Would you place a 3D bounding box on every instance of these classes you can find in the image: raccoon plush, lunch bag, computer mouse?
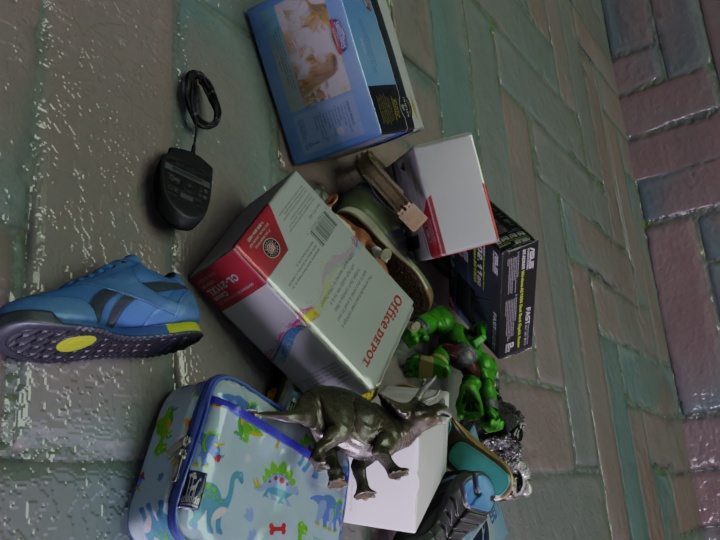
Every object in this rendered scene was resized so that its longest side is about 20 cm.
[{"bbox_3d":[0.227,0.264,1.261,0.134,0.096,0.200,69,29,-27],"label":"raccoon plush"},{"bbox_3d":[-0.098,0.194,0.720,0.200,0.082,0.161,42,44,-34],"label":"lunch bag"},{"bbox_3d":[-0.174,-0.121,0.807,0.059,0.034,0.201,27,47,-32],"label":"computer mouse"}]

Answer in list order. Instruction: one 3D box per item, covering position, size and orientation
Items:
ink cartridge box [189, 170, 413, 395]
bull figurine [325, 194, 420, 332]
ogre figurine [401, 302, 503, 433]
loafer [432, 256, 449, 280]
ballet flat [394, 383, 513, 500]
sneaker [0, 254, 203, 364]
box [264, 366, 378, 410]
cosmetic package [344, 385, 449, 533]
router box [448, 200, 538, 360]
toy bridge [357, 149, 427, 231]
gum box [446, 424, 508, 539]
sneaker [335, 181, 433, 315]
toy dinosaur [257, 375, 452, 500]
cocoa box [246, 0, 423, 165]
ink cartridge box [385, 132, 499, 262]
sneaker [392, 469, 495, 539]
[{"bbox_3d":[-0.053,0.023,0.836,0.200,0.083,0.146,48,40,-16],"label":"ink cartridge box"},{"bbox_3d":[0.000,0.000,0.972,0.121,0.065,0.200,43,-14,53],"label":"bull figurine"},{"bbox_3d":[0.138,0.128,1.145,0.200,0.098,0.120,31,36,0],"label":"ogre figurine"},{"bbox_3d":[0.132,-0.069,1.259,0.201,0.070,0.068,64,32,-20],"label":"loafer"},{"bbox_3d":[0.113,0.225,1.057,0.200,0.069,0.063,42,-1,9],"label":"ballet flat"},{"bbox_3d":[-0.210,0.027,0.646,0.200,0.066,0.079,6,61,-59],"label":"sneaker"},{"bbox_3d":[-0.039,0.135,0.905,0.137,0.040,0.200,55,35,-30],"label":"box"},{"bbox_3d":[0.045,0.203,0.907,0.200,0.085,0.108,-9,102,-74],"label":"cosmetic package"},{"bbox_3d":[0.191,0.008,1.190,0.150,0.062,0.201,-131,-152,-49],"label":"router box"},{"bbox_3d":[0.027,-0.118,1.054,0.067,0.027,0.200,42,10,-31],"label":"toy bridge"},{"bbox_3d":[0.129,0.327,1.103,0.200,0.044,0.170,-24,97,-61],"label":"gum box"},{"bbox_3d":[0.042,-0.036,1.085,0.200,0.067,0.090,49,41,-28],"label":"sneaker"},{"bbox_3d":[-0.012,0.146,0.746,0.199,0.077,0.103,14,44,-24],"label":"toy dinosaur"},{"bbox_3d":[-0.028,-0.247,0.999,0.131,0.133,0.201,-25,99,-60],"label":"cocoa box"},{"bbox_3d":[0.101,-0.091,1.101,0.200,0.083,0.145,165,-90,-80],"label":"ink cartridge box"},{"bbox_3d":[0.077,0.318,0.955,0.200,0.082,0.073,-42,101,-20],"label":"sneaker"}]
